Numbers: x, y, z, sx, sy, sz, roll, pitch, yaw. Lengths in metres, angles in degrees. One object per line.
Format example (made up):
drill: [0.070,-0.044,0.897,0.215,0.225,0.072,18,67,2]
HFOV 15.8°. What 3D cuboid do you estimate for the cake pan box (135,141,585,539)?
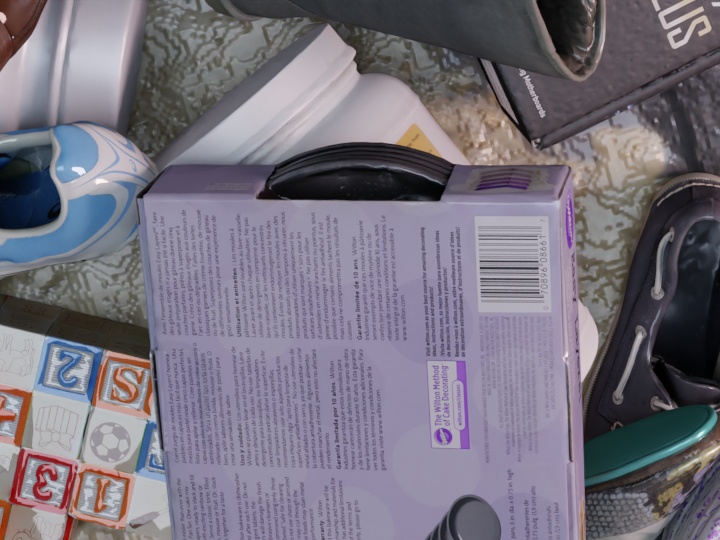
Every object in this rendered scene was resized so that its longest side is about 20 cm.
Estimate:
cake pan box: [0.003,0.047,1.118,0.183,0.052,0.201,-1,110,11]

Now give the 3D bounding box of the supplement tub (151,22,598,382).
supplement tub: [0.000,0.000,1.207,0.144,0.144,0.200,-38,98,9]

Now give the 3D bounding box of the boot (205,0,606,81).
boot: [-0.003,-0.163,1.093,0.073,0.200,0.182,-48,131,-24]

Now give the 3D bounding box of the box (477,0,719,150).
box: [0.104,-0.183,1.174,0.163,0.086,0.201,-26,108,0]

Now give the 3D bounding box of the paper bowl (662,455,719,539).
paper bowl: [0.241,0.148,1.245,0.200,0.104,0.202,-1,110,-3]

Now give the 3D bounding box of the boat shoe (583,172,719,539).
boat shoe: [0.149,0.055,1.256,0.072,0.063,0.201,9,102,0]

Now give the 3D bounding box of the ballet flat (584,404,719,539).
ballet flat: [0.101,0.115,1.244,0.200,0.072,0.072,-17,103,35]

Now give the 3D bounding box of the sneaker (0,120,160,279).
sneaker: [-0.180,-0.023,1.171,0.199,0.072,0.072,-20,143,33]

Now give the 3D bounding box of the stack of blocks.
stack of blocks: [-0.147,0.082,1.273,0.199,0.059,0.116,13,102,-1]

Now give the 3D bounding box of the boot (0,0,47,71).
boot: [-0.191,-0.174,1.134,0.186,0.200,0.064,27,140,5]

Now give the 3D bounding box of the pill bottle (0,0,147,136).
pill bottle: [-0.203,-0.114,1.201,0.199,0.120,0.120,9,102,0]
